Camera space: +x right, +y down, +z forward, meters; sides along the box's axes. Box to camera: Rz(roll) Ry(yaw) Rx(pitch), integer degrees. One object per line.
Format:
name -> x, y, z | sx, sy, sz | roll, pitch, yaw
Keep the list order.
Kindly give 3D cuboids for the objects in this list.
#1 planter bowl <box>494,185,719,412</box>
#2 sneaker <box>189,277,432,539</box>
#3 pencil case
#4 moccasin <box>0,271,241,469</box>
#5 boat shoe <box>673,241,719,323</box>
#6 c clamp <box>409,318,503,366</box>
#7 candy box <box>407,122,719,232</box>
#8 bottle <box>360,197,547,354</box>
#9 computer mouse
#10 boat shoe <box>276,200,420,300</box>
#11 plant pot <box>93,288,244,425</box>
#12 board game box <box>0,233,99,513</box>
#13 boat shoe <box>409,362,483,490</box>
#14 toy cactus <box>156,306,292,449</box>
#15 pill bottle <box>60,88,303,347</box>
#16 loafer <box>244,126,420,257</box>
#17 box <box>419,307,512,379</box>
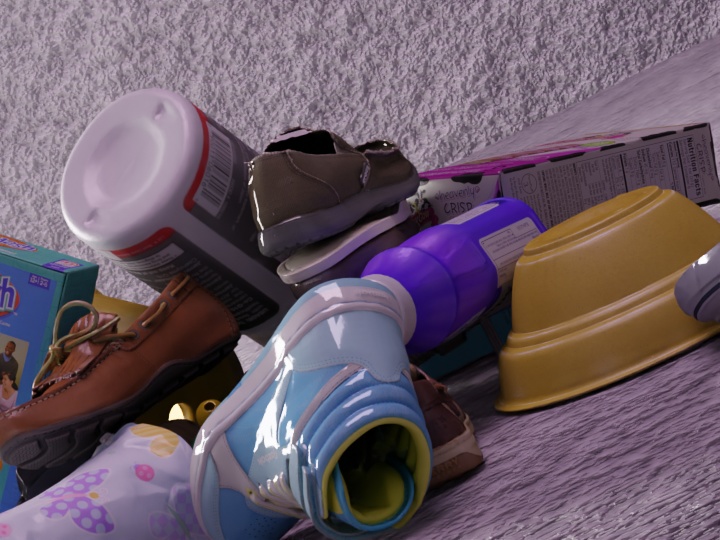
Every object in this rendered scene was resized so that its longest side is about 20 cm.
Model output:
planter bowl -> 0.155, 0.004, 1.529 | 0.199, 0.084, 0.200 | -25, 6, 3
sneaker -> -0.029, 0.115, 1.363 | 0.079, 0.131, 0.200 | 7, -48, -26
pencil case -> -0.171, 0.163, 1.457 | 0.200, 0.091, 0.083 | -31, 8, -40
moccasin -> -0.156, 0.056, 1.550 | 0.201, 0.078, 0.074 | -35, -5, -40
boat shoe -> 0.227, 0.000, 1.350 | 0.073, 0.067, 0.200 | -33, -9, -20
c clamp -> 0.002, 0.063, 1.694 | 0.199, 0.027, 0.171 | -32, 33, 13
candy box -> 0.131, -0.054, 1.751 | 0.199, 0.061, 0.136 | -13, 7, -37
bottle -> 0.049, 0.008, 1.557 | 0.083, 0.065, 0.200 | -38, -6, 28
computer mouse -> -0.203, 0.155, 1.564 | 0.201, 0.034, 0.059 | -65, -21, -22
boat shoe -> 0.000, 0.000, 1.626 | 0.071, 0.060, 0.200 | -20, 5, 15
plant pot -> -0.186, 0.098, 1.717 | 0.188, 0.202, 0.200 | -1, 20, 37
board game box -> -0.258, 0.073, 1.624 | 0.151, 0.201, 0.045 | 17, 13, 21
boat shoe -> 0.022, 0.079, 1.465 | 0.072, 0.072, 0.200 | -25, 5, -2
toy cactus -> -0.081, 0.098, 1.575 | 0.164, 0.103, 0.200 | -17, 14, 9
pill bottle -> -0.094, -0.027, 1.686 | 0.113, 0.114, 0.200 | -22, -38, 27
loafer -> -0.018, -0.063, 1.621 | 0.075, 0.070, 0.200 | -19, 5, 19
box -> 0.075, 0.034, 1.792 | 0.199, 0.049, 0.082 | -26, 5, -3
